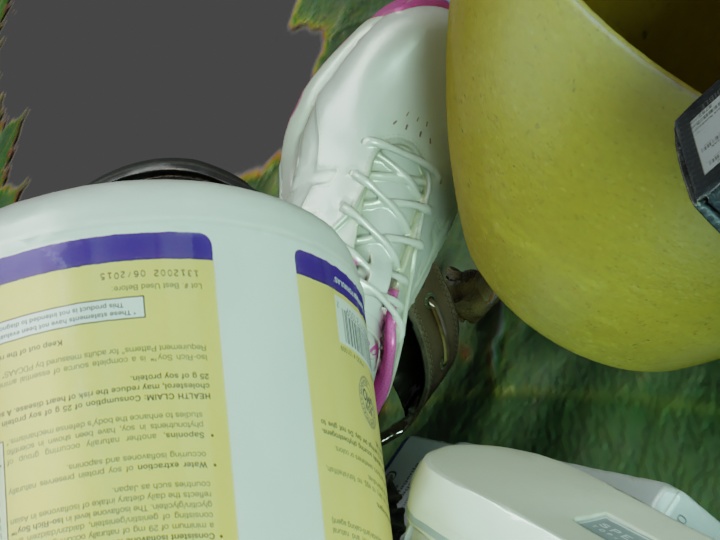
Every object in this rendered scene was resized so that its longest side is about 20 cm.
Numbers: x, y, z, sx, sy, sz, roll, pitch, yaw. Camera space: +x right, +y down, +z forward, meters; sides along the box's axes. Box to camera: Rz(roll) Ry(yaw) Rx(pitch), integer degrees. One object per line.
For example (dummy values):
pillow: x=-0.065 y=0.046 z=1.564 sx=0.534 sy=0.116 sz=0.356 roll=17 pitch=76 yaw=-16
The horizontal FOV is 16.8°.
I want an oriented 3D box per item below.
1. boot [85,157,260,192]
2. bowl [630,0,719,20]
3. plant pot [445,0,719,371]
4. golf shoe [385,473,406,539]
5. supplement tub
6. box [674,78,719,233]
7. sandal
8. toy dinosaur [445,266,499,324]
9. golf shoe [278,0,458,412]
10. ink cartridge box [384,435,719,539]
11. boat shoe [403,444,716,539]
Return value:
boot: x=-0.075 y=0.036 z=1.078 sx=0.199 sy=0.070 sz=0.175 roll=5 pitch=46 yaw=24
bowl: x=0.121 y=-0.151 z=0.894 sx=0.201 sy=0.200 sz=0.094 roll=-42 pitch=24 yaw=21
plant pot: x=0.106 y=-0.052 z=0.797 sx=0.201 sy=0.199 sz=0.142 roll=-74 pitch=8 yaw=-50
golf shoe: x=-0.061 y=0.143 z=0.823 sx=0.201 sy=0.077 sz=0.088 roll=-55 pitch=9 yaw=-15
supplement tub: x=-0.061 y=0.091 z=0.710 sx=0.145 sy=0.145 sz=0.201 roll=-31 pitch=56 yaw=43
box: x=0.198 y=-0.040 z=0.571 sx=0.200 sy=0.158 sz=0.051 roll=-42 pitch=21 yaw=20
sandal: x=0.014 y=0.013 z=0.978 sx=0.080 sy=0.057 sz=0.203 roll=135 pitch=145 yaw=-73
toy dinosaur: x=0.077 y=-0.032 z=0.959 sx=0.101 sy=0.058 sz=0.200 roll=-57 pitch=-6 yaw=-21
golf shoe: x=0.000 y=0.000 z=0.875 sx=0.201 sy=0.075 sz=0.091 roll=-67 pitch=22 yaw=6
ink cartridge box: x=0.016 y=0.150 z=0.803 sx=0.197 sy=0.043 sz=0.200 roll=-56 pitch=17 yaw=-12
boat shoe: x=0.078 y=0.113 z=0.657 sx=0.199 sy=0.072 sz=0.069 roll=26 pitch=112 yaw=41
